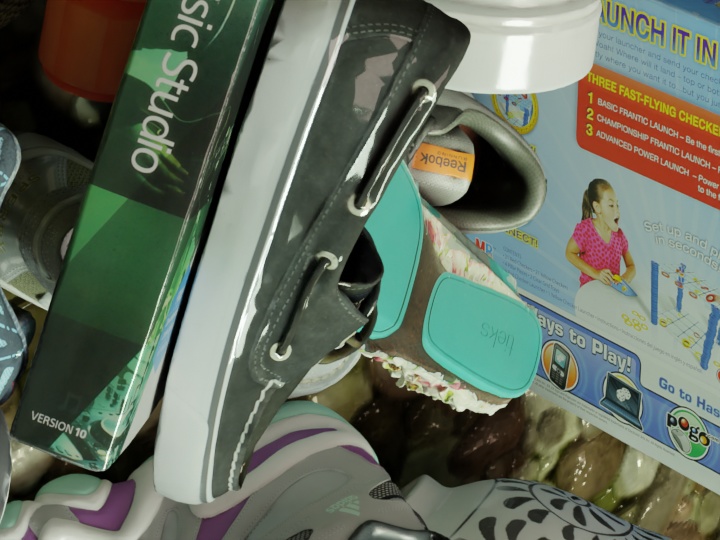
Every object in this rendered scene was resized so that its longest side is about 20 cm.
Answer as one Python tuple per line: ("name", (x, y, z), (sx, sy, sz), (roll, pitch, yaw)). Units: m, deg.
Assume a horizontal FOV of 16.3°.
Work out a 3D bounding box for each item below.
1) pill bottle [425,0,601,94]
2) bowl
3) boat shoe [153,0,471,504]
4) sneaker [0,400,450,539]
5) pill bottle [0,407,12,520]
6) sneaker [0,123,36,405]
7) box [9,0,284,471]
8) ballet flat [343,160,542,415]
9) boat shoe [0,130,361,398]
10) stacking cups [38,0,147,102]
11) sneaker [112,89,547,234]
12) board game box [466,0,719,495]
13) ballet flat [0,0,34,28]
("pill bottle", (0.049, -0.168, 0.849), (0.111, 0.111, 0.201), (-16, 121, -37))
("bowl", (0.026, 0.149, 1.040), (0.201, 0.094, 0.201), (-44, 179, -1))
("boat shoe", (-0.019, -0.001, 0.782), (0.069, 0.056, 0.201), (-69, 177, -57))
("sneaker", (-0.058, 0.126, 0.930), (0.199, 0.140, 0.078), (-27, 126, -20))
("pill bottle", (-0.209, 0.039, 0.778), (0.106, 0.106, 0.200), (-57, 137, -5))
("sneaker", (-0.127, 0.043, 0.725), (0.095, 0.079, 0.201), (-26, 132, -46))
("box", (-0.050, -0.051, 0.775), (0.144, 0.036, 0.201), (-65, 173, -77))
("ballet flat", (0.000, 0.000, 0.900), (0.200, 0.064, 0.076), (46, 60, -51))
("boat shoe", (-0.063, 0.008, 0.928), (0.202, 0.065, 0.075), (31, 89, -47))
("stacking cups", (-0.061, -0.148, 0.772), (0.060, 0.060, 0.201), (-14, 134, -38))
("sneaker", (-0.007, -0.056, 0.939), (0.200, 0.079, 0.074), (11, 102, -44))
("board game box", (0.124, -0.025, 0.989), (0.056, 0.200, 0.197), (-22, 125, -35))
("ballet flat", (-0.122, -0.148, 0.763), (0.075, 0.068, 0.200), (-31, 151, -22))
